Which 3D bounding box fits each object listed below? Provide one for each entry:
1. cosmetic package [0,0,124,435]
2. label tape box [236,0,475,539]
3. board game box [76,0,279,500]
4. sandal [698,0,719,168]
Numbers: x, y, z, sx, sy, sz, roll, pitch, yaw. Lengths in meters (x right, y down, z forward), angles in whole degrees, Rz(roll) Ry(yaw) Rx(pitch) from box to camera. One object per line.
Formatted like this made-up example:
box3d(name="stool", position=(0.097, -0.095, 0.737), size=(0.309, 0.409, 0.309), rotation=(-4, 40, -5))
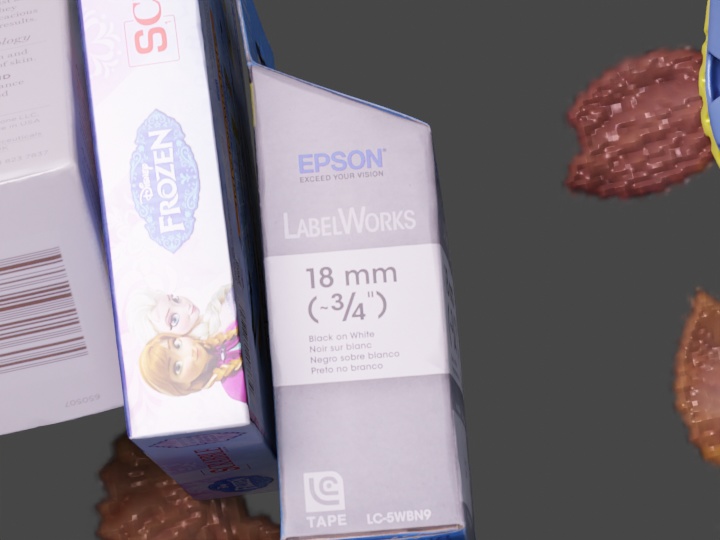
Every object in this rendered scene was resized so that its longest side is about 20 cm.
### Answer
box3d(name="cosmetic package", position=(-0.123, -0.045, 0.970), size=(0.074, 0.102, 0.200), rotation=(-11, 36, -2))
box3d(name="label tape box", position=(0.000, 0.000, 0.986), size=(0.063, 0.144, 0.201), rotation=(-5, 80, 2))
box3d(name="board game box", position=(-0.060, -0.031, 0.968), size=(0.041, 0.200, 0.201), rotation=(-8, 79, 1))
box3d(name="sandal", position=(0.157, -0.099, 1.026), size=(0.079, 0.087, 0.201), rotation=(-13, 81, -1))
